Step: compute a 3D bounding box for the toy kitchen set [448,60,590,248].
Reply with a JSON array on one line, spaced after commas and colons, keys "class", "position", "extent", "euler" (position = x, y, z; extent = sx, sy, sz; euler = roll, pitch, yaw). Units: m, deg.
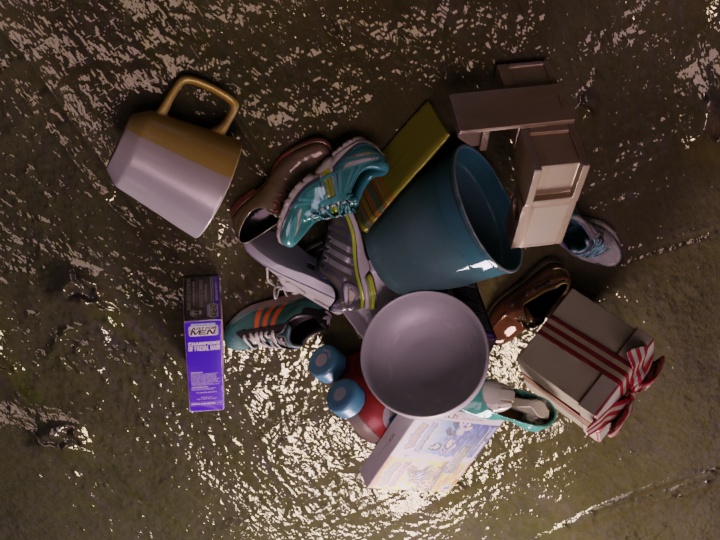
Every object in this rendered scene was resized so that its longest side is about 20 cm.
[{"class": "toy kitchen set", "position": [0.204, -0.163, 1.376], "extent": [0.161, 0.201, 0.181], "euler": [-6, 146, -7]}]

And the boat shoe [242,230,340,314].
[{"class": "boat shoe", "position": [-0.105, 0.012, 1.512], "extent": [0.201, 0.075, 0.086], "euler": [27, 126, -13]}]

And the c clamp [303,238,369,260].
[{"class": "c clamp", "position": [0.000, 0.000, 1.568], "extent": [0.170, 0.027, 0.200], "euler": [-33, 128, 23]}]

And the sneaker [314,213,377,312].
[{"class": "sneaker", "position": [-0.036, -0.029, 1.447], "extent": [0.080, 0.074, 0.202], "euler": [-17, 87, -8]}]

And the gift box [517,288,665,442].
[{"class": "gift box", "position": [0.381, 0.166, 1.597], "extent": [0.185, 0.186, 0.200], "euler": [-52, 154, -5]}]

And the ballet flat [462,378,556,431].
[{"class": "ballet flat", "position": [0.242, 0.212, 1.558], "extent": [0.199, 0.068, 0.070], "euler": [21, 150, -29]}]

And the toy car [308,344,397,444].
[{"class": "toy car", "position": [0.051, 0.176, 1.635], "extent": [0.200, 0.177, 0.184], "euler": [-41, 131, 7]}]

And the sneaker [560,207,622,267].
[{"class": "sneaker", "position": [0.356, -0.047, 1.554], "extent": [0.199, 0.087, 0.078], "euler": [30, 119, -30]}]

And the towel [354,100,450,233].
[{"class": "towel", "position": [0.054, -0.151, 1.414], "extent": [0.018, 0.086, 0.200], "euler": [20, 123, -40]}]

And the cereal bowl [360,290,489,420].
[{"class": "cereal bowl", "position": [0.104, 0.136, 1.490], "extent": [0.198, 0.202, 0.083], "euler": [-21, 160, 7]}]

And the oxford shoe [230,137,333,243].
[{"class": "oxford shoe", "position": [-0.112, -0.112, 1.419], "extent": [0.070, 0.075, 0.200], "euler": [34, 115, -29]}]

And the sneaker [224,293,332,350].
[{"class": "sneaker", "position": [-0.138, 0.095, 1.574], "extent": [0.199, 0.080, 0.072], "euler": [-23, 131, 16]}]

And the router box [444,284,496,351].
[{"class": "router box", "position": [0.155, 0.136, 1.624], "extent": [0.051, 0.150, 0.201], "euler": [9, 127, -17]}]

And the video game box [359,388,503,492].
[{"class": "video game box", "position": [0.121, 0.288, 1.605], "extent": [0.181, 0.047, 0.201], "euler": [12, 123, -30]}]

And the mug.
[{"class": "mug", "position": [-0.259, -0.161, 1.337], "extent": [0.152, 0.188, 0.149], "euler": [25, 153, -17]}]

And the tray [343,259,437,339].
[{"class": "tray", "position": [0.047, 0.081, 1.555], "extent": [0.107, 0.022, 0.201], "euler": [-36, 96, 12]}]

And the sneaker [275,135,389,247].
[{"class": "sneaker", "position": [-0.043, -0.107, 1.385], "extent": [0.200, 0.080, 0.078], "euler": [-45, 160, -4]}]

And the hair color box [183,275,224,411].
[{"class": "hair color box", "position": [-0.253, 0.120, 1.558], "extent": [0.064, 0.110, 0.201], "euler": [-3, 130, -8]}]

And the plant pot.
[{"class": "plant pot", "position": [0.114, -0.059, 1.443], "extent": [0.187, 0.201, 0.200], "euler": [-23, 131, 29]}]

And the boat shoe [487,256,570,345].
[{"class": "boat shoe", "position": [0.280, 0.065, 1.642], "extent": [0.071, 0.068, 0.201], "euler": [21, 122, -25]}]
